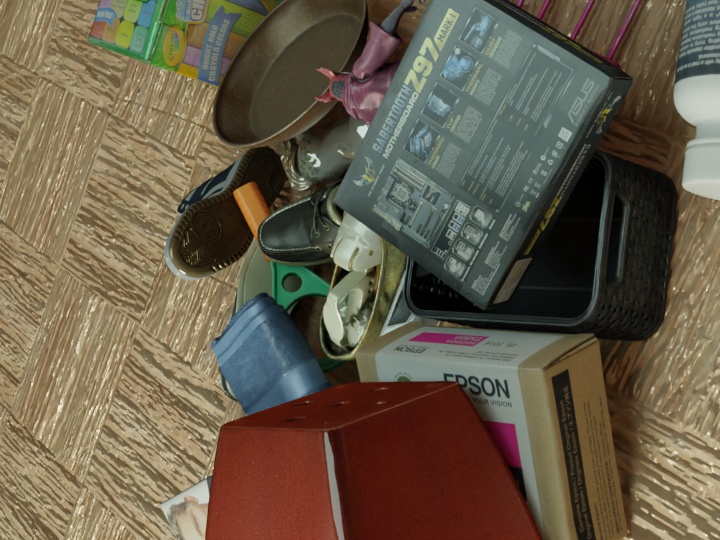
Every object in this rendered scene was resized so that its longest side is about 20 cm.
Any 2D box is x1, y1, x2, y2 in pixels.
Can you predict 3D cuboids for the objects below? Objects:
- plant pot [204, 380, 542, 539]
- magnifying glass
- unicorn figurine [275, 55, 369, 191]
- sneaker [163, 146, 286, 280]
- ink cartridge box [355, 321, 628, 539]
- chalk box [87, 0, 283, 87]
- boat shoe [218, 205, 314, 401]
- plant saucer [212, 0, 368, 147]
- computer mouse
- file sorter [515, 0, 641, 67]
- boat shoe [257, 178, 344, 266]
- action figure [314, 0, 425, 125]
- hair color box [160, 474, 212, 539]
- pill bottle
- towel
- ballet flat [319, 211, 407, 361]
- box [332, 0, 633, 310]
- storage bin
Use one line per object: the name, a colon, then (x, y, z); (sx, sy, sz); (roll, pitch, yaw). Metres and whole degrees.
plant pot: (0.001, 0.182, 1.003); (0.200, 0.199, 0.177); (-5, 98, 48)
magnifying glass: (-0.068, 0.005, 1.299); (0.079, 0.022, 0.200); (-27, 74, -4)
unicorn figurine: (-0.012, -0.133, 1.302); (0.200, 0.074, 0.138); (-37, 55, 54)
sneaker: (-0.155, -0.041, 1.368); (0.108, 0.070, 0.200); (-30, 17, 42)
ink cartridge box: (0.100, 0.133, 1.069); (0.200, 0.075, 0.165); (1, 109, 47)
chalk box: (-0.194, -0.270, 1.420); (0.124, 0.200, 0.124); (26, 100, 46)
boat shoe: (-0.096, 0.032, 1.347); (0.068, 0.072, 0.201); (173, 113, -74)
plant saucer: (-0.060, -0.193, 1.308); (0.200, 0.037, 0.201); (-29, 42, 29)
computer mouse: (0.044, 0.054, 1.189); (0.044, 0.110, 0.201); (22, 91, 10)
file sorter: (0.129, -0.267, 1.127); (0.200, 0.139, 0.126); (37, 106, 44)
boat shoe: (-0.012, -0.054, 1.240); (0.200, 0.066, 0.072); (-11, 70, 23)
action figure: (0.050, -0.145, 1.159); (0.199, 0.134, 0.149); (0, 48, 22)
hair color box: (-0.105, 0.228, 1.257); (0.200, 0.060, 0.100); (-36, 79, 53)
pill bottle: (0.283, -0.151, 0.952); (0.119, 0.119, 0.201); (5, 84, 47)
towel: (-0.059, 0.123, 1.239); (0.200, 0.048, 0.112); (60, 142, 12)
ballet flat: (0.000, 0.000, 1.182); (0.071, 0.071, 0.200); (49, 141, 41)
box: (0.087, -0.095, 1.018); (0.158, 0.051, 0.200); (35, 111, 23)
storage bin: (0.141, -0.020, 1.091); (0.200, 0.094, 0.136); (2, 82, 46)
